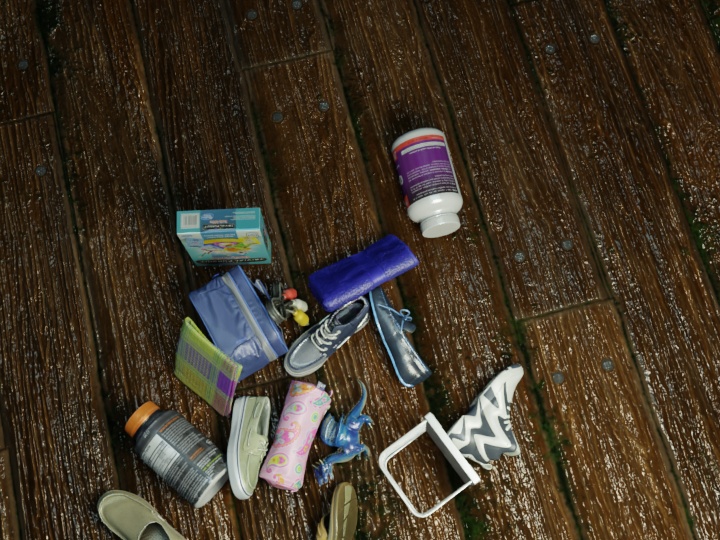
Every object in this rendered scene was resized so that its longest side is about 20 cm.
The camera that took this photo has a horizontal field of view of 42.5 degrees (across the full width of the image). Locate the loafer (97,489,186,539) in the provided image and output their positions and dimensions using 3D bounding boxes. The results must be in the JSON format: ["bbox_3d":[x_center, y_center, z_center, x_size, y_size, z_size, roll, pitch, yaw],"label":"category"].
[{"bbox_3d":[-0.389,0.460,1.658,0.200,0.068,0.076,31,76,9],"label":"loafer"}]

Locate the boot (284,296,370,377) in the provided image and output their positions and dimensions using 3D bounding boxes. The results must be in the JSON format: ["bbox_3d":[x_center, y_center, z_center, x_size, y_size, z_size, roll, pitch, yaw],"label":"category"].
[{"bbox_3d":[-0.066,0.119,1.746,0.200,0.090,0.073,-42,77,-11],"label":"boot"}]

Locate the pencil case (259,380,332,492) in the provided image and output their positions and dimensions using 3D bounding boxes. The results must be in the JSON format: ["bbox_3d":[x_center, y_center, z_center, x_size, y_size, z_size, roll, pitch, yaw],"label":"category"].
[{"bbox_3d":[-0.117,0.301,1.696,0.087,0.087,0.201,18,73,6],"label":"pencil case"}]

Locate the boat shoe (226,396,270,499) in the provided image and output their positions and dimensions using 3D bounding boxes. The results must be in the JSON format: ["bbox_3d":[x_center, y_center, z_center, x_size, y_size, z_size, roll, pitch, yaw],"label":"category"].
[{"bbox_3d":[-0.199,0.313,1.674,0.062,0.072,0.201,-14,54,15],"label":"boat shoe"}]

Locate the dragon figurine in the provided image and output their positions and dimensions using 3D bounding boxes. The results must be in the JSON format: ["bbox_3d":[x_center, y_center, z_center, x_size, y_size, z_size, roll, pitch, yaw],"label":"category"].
[{"bbox_3d":[-0.032,0.294,1.689,0.099,0.059,0.201,13,78,-30],"label":"dragon figurine"}]

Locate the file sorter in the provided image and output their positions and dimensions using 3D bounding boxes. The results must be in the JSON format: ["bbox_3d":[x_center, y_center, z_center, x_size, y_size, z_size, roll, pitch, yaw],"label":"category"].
[{"bbox_3d":[0.115,0.350,1.622,0.124,0.200,0.139,-35,76,-5],"label":"file sorter"}]

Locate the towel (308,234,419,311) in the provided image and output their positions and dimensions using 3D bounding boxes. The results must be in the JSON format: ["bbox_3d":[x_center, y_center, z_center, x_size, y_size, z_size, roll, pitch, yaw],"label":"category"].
[{"bbox_3d":[0.000,0.000,1.758,0.199,0.148,0.050,-29,109,-8],"label":"towel"}]

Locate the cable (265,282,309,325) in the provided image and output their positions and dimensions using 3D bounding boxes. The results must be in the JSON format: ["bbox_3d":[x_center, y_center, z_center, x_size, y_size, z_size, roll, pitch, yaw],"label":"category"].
[{"bbox_3d":[-0.139,0.056,1.711,0.050,0.200,0.097,-26,81,2],"label":"cable"}]

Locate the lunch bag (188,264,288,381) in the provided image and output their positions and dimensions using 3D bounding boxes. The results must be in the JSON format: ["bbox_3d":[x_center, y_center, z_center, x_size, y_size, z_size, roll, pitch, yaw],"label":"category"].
[{"bbox_3d":[-0.223,0.089,1.734,0.132,0.136,0.200,-29,74,-8],"label":"lunch bag"}]

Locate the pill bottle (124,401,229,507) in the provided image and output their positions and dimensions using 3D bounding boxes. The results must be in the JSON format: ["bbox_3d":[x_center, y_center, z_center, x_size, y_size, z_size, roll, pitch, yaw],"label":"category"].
[{"bbox_3d":[-0.333,0.326,1.678,0.200,0.106,0.106,39,77,11],"label":"pill bottle"}]

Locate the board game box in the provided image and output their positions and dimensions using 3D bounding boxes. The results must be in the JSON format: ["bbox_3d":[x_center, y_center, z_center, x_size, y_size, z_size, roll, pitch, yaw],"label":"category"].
[{"bbox_3d":[-0.253,-0.060,1.744,0.150,0.200,0.047,-2,73,0],"label":"board game box"}]

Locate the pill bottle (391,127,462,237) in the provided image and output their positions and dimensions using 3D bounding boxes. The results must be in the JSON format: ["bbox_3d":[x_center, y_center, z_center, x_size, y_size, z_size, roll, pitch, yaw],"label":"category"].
[{"bbox_3d":[0.134,-0.171,1.821,0.112,0.113,0.201,-12,73,-3],"label":"pill bottle"}]

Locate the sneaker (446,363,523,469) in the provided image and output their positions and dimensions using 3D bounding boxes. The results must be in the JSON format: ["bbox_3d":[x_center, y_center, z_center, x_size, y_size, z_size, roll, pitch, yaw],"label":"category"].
[{"bbox_3d":[0.263,0.279,1.705,0.130,0.080,0.199,42,74,6],"label":"sneaker"}]

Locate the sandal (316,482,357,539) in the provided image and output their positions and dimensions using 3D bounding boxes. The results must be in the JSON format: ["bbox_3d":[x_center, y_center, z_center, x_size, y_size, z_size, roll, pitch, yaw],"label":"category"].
[{"bbox_3d":[-0.050,0.478,1.649,0.054,0.080,0.201,1,76,27],"label":"sandal"}]

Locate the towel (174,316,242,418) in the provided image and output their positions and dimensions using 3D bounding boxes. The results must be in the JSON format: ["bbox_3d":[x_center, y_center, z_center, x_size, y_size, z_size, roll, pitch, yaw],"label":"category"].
[{"bbox_3d":[-0.279,0.180,1.682,0.143,0.200,0.023,38,54,14],"label":"towel"}]

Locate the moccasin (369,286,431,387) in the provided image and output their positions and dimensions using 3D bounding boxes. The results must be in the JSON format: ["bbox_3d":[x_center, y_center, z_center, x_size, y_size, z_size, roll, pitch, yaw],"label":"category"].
[{"bbox_3d":[0.077,0.120,1.758,0.068,0.080,0.201,-23,87,8],"label":"moccasin"}]
